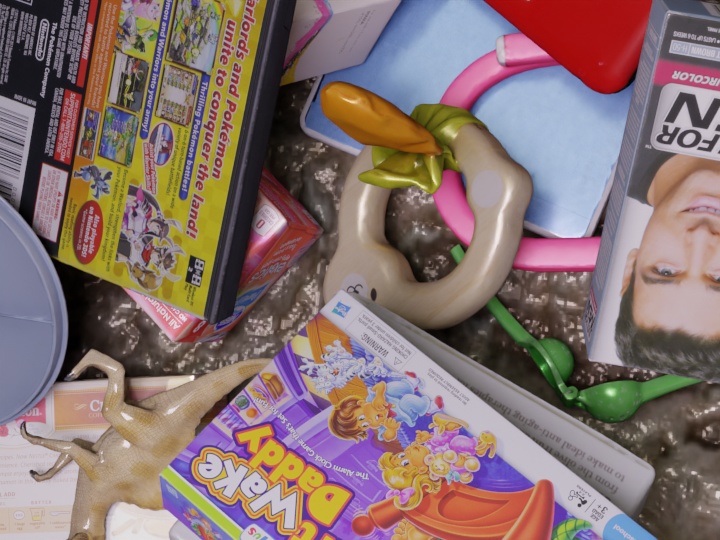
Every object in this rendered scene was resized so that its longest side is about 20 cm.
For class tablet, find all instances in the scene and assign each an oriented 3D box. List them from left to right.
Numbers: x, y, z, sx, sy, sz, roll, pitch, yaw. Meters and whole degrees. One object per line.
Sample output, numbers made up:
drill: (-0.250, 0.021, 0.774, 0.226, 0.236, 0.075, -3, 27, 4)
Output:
tablet: (0.073, -0.109, 1.085, 0.199, 0.014, 0.131, 24, 92, 12)

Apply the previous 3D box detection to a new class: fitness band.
fitness band: (0.137, -0.072, 1.044, 0.198, 0.037, 0.145, -2, 86, 13)

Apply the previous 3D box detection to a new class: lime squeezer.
lime squeezer: (0.134, 0.048, 1.050, 0.199, 0.038, 0.071, 20, 91, 13)

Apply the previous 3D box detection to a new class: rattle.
rattle: (0.000, 0.000, 1.005, 0.130, 0.143, 0.200, 42, 111, 14)

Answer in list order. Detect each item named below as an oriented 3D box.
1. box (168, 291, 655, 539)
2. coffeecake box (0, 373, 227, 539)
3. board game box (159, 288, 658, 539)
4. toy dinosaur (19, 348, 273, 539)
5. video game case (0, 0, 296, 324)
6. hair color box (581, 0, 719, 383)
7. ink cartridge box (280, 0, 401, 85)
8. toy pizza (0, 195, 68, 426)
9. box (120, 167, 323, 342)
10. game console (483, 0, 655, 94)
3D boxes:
box: (0.024, 0.162, 0.960, 0.199, 0.199, 0.172, 29, 63, 13)
coffeecake box: (-0.160, 0.168, 1.088, 0.152, 0.073, 0.202, -3, 86, 12)
board game box: (0.022, 0.121, 0.842, 0.200, 0.045, 0.134, 38, 66, 16)
toy dinosaur: (-0.130, 0.090, 1.032, 0.101, 0.058, 0.200, 44, 103, -4)
video game case: (-0.132, -0.094, 0.963, 0.180, 0.025, 0.201, 21, 110, 21)
hair color box: (0.192, -0.043, 0.975, 0.098, 0.061, 0.201, 10, 109, -1)
ink cartridge box: (-0.058, -0.174, 1.049, 0.117, 0.199, 0.068, 55, 138, 19)
toy pizza: (-0.261, 0.009, 1.020, 0.199, 0.032, 0.201, 7, 123, 10)
box: (-0.132, -0.060, 1.053, 0.103, 0.095, 0.200, -45, 80, 8)
game console: (0.144, -0.229, 1.045, 0.200, 0.118, 0.173, 43, 117, 21)
